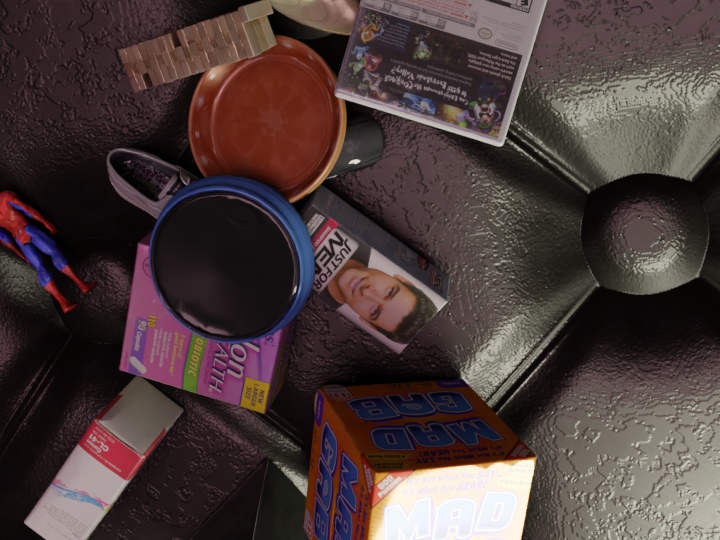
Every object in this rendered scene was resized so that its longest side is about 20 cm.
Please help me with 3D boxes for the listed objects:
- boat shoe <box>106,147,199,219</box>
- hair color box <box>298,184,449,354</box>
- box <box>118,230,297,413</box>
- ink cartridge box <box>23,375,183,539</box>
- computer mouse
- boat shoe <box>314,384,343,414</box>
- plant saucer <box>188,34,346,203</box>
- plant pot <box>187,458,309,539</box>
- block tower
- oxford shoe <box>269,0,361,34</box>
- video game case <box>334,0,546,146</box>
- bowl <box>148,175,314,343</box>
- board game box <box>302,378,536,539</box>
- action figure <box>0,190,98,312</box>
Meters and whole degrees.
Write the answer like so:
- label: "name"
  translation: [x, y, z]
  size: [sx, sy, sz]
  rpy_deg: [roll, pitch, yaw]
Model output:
- label: "boat shoe"
  translation: [-0.225, -0.088, 1.292]
  size: [0.200, 0.072, 0.070]
  rpy_deg: [27, 75, 13]
- label: "hair color box"
  translation: [0.000, 0.000, 1.288]
  size: [0.199, 0.061, 0.099]
  rpy_deg: [35, 117, -11]
- label: "box"
  translation: [-0.184, 0.058, 1.343]
  size: [0.198, 0.097, 0.177]
  rpy_deg: [16, 111, 5]
- label: "ink cartridge box"
  translation: [-0.339, 0.257, 1.414]
  size: [0.085, 0.148, 0.200]
  rpy_deg: [38, 111, -3]
- label: "computer mouse"
  translation: [-0.068, -0.113, 1.287]
  size: [0.198, 0.046, 0.142]
  rpy_deg: [-3, 107, 12]
- label: "boat shoe"
  translation: [-0.019, 0.247, 1.391]
  size: [0.072, 0.065, 0.202]
  rpy_deg: [-7, 107, 14]
- label: "plant saucer"
  translation: [-0.108, -0.174, 1.255]
  size: [0.199, 0.032, 0.202]
  rpy_deg: [0, 90, 20]
- label: "plant pot"
  translation: [-0.125, 0.414, 1.410]
  size: [0.177, 0.200, 0.200]
  rpy_deg: [38, 112, -15]
- label: "block tower"
  translation: [-0.189, -0.256, 1.232]
  size: [0.199, 0.054, 0.058]
  rpy_deg: [-11, 107, 32]
- label: "oxford shoe"
  translation: [-0.085, -0.320, 1.205]
  size: [0.199, 0.074, 0.071]
  rpy_deg: [25, 111, 2]
- label: "video game case"
  translation: [0.090, -0.254, 1.190]
  size: [0.198, 0.023, 0.183]
  rpy_deg: [17, 94, 1]
- label: "bowl"
  translation: [-0.153, -0.009, 1.243]
  size: [0.199, 0.039, 0.202]
  rpy_deg: [3, 107, 10]
- label: "board game box"
  translation: [0.062, 0.267, 1.271]
  size: [0.198, 0.200, 0.202]
  rpy_deg: [-1, 112, -21]
- label: "action figure"
  translation: [-0.427, -0.039, 1.385]
  size: [0.065, 0.052, 0.200]
  rpy_deg: [-41, 92, 15]
